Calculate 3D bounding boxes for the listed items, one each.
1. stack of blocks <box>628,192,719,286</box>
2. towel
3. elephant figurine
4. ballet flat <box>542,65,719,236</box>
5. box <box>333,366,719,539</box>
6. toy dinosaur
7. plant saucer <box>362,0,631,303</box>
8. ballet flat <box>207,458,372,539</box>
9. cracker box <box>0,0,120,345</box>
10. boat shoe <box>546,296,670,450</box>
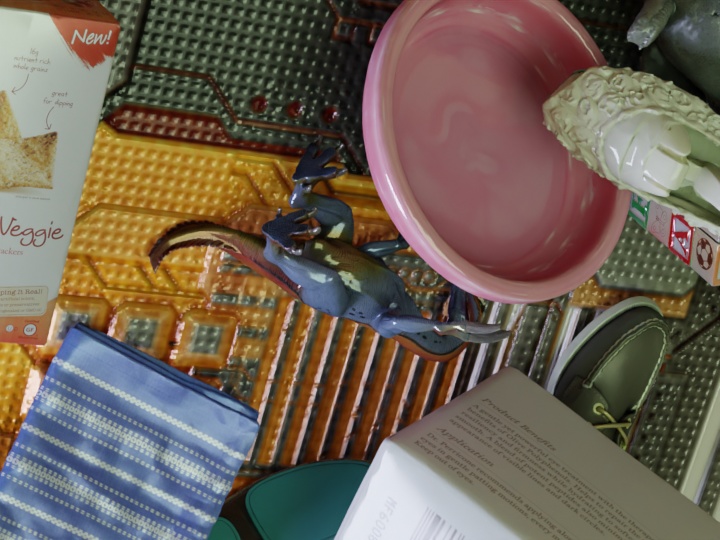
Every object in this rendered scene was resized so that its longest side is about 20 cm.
[{"bbox_3d":[0.288,-0.051,1.528,0.198,0.115,0.059,-8,117,-22],"label":"stack of blocks"},{"bbox_3d":[-0.154,0.149,1.425,0.144,0.024,0.201,29,77,-26],"label":"towel"},{"bbox_3d":[0.248,-0.128,1.474,0.154,0.142,0.201,-3,137,8],"label":"elephant figurine"},{"bbox_3d":[0.202,-0.059,1.391,0.199,0.072,0.072,25,103,-11],"label":"ballet flat"},{"bbox_3d":[0.092,0.209,1.464,0.171,0.199,0.201,-26,147,-55],"label":"box"},{"bbox_3d":[0.000,0.000,1.466,0.198,0.106,0.182,-5,143,21],"label":"toy dinosaur"},{"bbox_3d":[0.076,-0.077,1.408,0.199,0.051,0.202,9,74,-35],"label":"plant saucer"},{"bbox_3d":[-0.071,0.178,1.514,0.199,0.071,0.065,-17,147,-14],"label":"ballet flat"},{"bbox_3d":[-0.223,-0.062,1.318,0.133,0.058,0.201,5,111,-27],"label":"cracker box"},{"bbox_3d":[0.148,0.112,1.575,0.072,0.060,0.202,29,100,-33],"label":"boat shoe"}]
